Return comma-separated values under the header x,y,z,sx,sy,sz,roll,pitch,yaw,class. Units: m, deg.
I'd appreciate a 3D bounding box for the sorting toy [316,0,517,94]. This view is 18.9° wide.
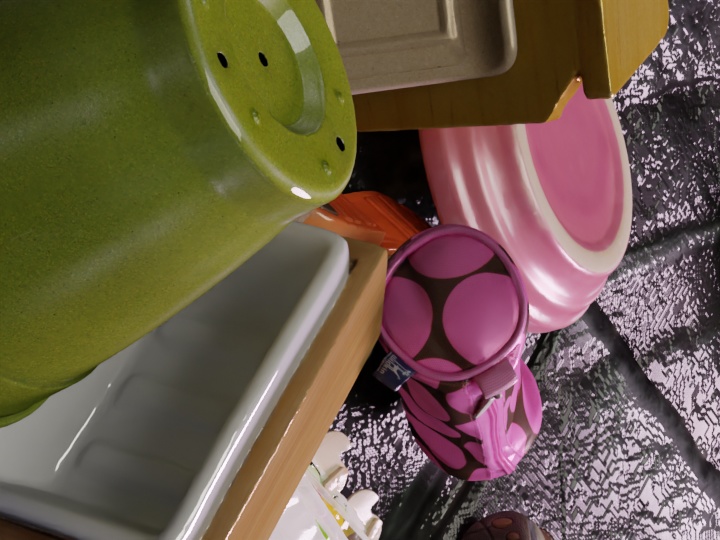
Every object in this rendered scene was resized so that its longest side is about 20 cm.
x,y,z,sx,sy,sz,roll,pitch,yaw,class
-0.030,-0.178,1.075,0.036,0.200,0.185,-66,149,-79,sorting toy

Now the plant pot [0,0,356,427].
x,y,z,sx,sy,sz,roll,pitch,yaw,class
-0.112,-0.057,0.922,0.200,0.193,0.201,45,33,-41,plant pot

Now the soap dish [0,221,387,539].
x,y,z,sx,sy,sz,roll,pitch,yaw,class
-0.090,0.063,1.033,0.200,0.157,0.081,-61,145,-24,soap dish

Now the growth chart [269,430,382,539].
x,y,z,sx,sy,sz,roll,pitch,yaw,class
-0.030,0.182,1.184,0.145,0.018,0.200,-42,119,-36,growth chart

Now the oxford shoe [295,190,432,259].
x,y,z,sx,sy,sz,roll,pitch,yaw,class
0.000,0.000,1.187,0.200,0.071,0.073,20,110,-50,oxford shoe

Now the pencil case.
x,y,z,sx,sy,sz,roll,pitch,yaw,class
0.055,0.053,1.148,0.091,0.094,0.200,-40,160,-6,pencil case

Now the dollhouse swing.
x,y,z,sx,sy,sz,roll,pitch,yaw,class
0.086,-0.180,1.161,0.176,0.200,0.182,-19,105,-51,dollhouse swing

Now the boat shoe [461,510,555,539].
x,y,z,sx,sy,sz,roll,pitch,yaw,class
0.083,0.244,1.259,0.072,0.076,0.200,29,73,-43,boat shoe

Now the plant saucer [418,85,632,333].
x,y,z,sx,sy,sz,roll,pitch,yaw,class
0.102,-0.066,1.238,0.200,0.051,0.201,30,53,-51,plant saucer
